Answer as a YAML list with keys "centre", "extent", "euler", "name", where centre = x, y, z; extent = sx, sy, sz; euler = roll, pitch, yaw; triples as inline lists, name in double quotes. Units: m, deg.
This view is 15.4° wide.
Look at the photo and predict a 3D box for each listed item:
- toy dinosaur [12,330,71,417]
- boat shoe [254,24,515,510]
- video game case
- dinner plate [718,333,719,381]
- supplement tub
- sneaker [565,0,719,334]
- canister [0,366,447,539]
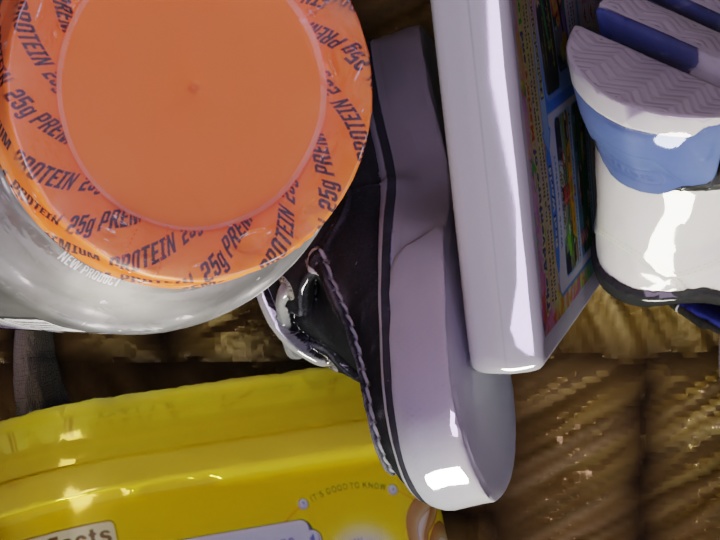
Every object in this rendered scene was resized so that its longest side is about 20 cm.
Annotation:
- centre: [-0.100, 0.104, 0.848]
  extent: [0.088, 0.047, 0.200]
  euler: [-22, 93, 0]
  name: "toy dinosaur"
- centre: [0.000, 0.000, 0.762]
  extent: [0.068, 0.200, 0.072]
  euler: [-17, 128, 7]
  name: "boat shoe"
- centre: [0.045, -0.087, 0.751]
  extent: [0.024, 0.182, 0.201]
  euler: [-4, 99, 14]
  name: "video game case"
- centre: [0.208, 0.035, 0.803]
  extent: [0.200, 0.024, 0.201]
  euler: [-1, 58, 2]
  name: "dinner plate"
- centre: [-0.078, -0.044, 0.733]
  extent: [0.122, 0.200, 0.123]
  euler: [1, 88, -23]
  name: "supplement tub"
- centre: [0.128, -0.043, 0.793]
  extent: [0.080, 0.199, 0.115]
  euler: [34, 136, 32]
  name: "sneaker"
- centre: [-0.032, 0.137, 0.784]
  extent: [0.148, 0.087, 0.201]
  euler: [-7, 79, -27]
  name: "canister"
